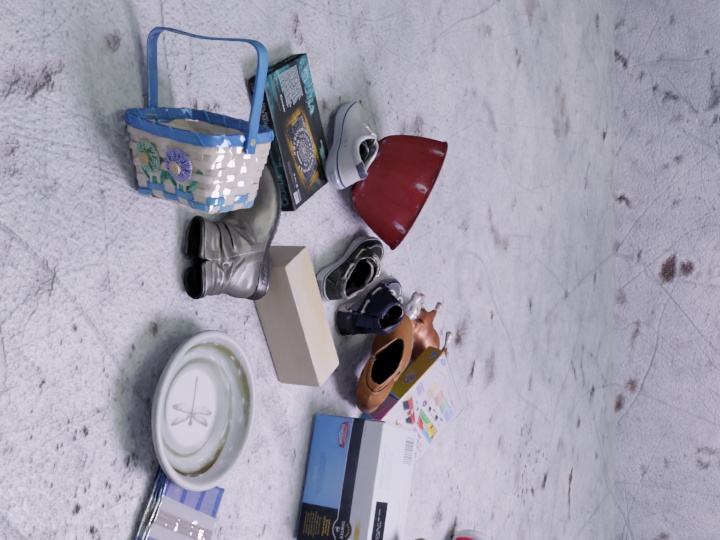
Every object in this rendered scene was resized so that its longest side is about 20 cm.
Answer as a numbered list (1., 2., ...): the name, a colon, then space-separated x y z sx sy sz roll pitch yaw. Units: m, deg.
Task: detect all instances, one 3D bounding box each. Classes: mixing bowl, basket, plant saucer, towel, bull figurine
1. mixing bowl: 0.052 -0.148 1.500 0.202 0.107 0.200 -61 -172 15
2. basket: -0.185 -0.175 1.060 0.138 0.174 0.203 -11 111 -56
3. plant saucer: -0.210 0.176 1.157 0.199 0.050 0.204 -7 98 -60
4. towel: -0.238 0.358 1.143 0.147 0.023 0.203 46 52 -52
5. bull figurine: 0.120 0.117 1.715 0.121 0.064 0.203 -46 130 -48

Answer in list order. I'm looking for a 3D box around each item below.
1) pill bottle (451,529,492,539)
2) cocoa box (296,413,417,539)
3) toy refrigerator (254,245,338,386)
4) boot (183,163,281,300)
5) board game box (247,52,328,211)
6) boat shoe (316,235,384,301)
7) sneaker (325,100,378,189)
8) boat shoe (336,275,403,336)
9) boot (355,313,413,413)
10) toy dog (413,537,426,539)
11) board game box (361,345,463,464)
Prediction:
1. pill bottle: 0.208 0.642 1.847 0.201 0.111 0.113 -54 136 -45
2. cocoa box: -0.004 0.341 1.443 0.133 0.130 0.203 29 67 -57
3. toy refrigerator: -0.097 0.066 1.324 0.070 0.075 0.203 -46 129 -49
4. boot: -0.173 -0.059 1.203 0.130 0.067 0.203 10 81 -54
5. board game box: -0.100 -0.208 1.352 0.135 0.028 0.203 -46 130 -53
6. boat shoe: 0.000 0.000 1.502 0.200 0.063 0.072 -43 127 -51
7. sneaker: -0.004 -0.202 1.449 0.202 0.070 0.074 -81 158 -43
8. boat shoe: 0.045 0.063 1.555 0.200 0.092 0.076 -37 123 -53
9. boot: 0.047 0.135 1.525 0.201 0.076 0.156 -58 173 -25
10. toy dog: 0.052 0.500 1.396 0.130 0.097 0.201 -14 143 -33
11. board game box: 0.098 0.261 1.649 0.200 0.040 0.154 -42 129 -29
